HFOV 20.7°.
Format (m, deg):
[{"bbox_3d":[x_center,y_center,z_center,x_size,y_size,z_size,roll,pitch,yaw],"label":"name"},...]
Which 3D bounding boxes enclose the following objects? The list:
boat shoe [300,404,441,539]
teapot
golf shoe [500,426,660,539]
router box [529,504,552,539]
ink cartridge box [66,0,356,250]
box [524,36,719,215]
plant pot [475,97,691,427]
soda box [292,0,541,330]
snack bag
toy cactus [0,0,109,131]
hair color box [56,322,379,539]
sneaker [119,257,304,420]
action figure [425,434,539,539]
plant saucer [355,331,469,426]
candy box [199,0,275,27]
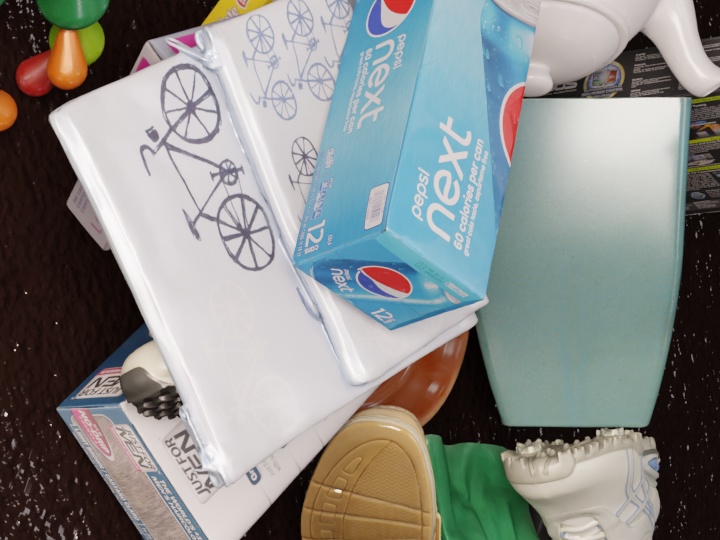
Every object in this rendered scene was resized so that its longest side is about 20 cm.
[{"bbox_3d":[0.009,0.143,1.092,0.069,0.074,0.200,-70,168,-51],"label":"boat shoe"},{"bbox_3d":[0.096,-0.174,1.185,0.197,0.200,0.146,32,55,-54],"label":"teapot"},{"bbox_3d":[0.144,0.147,1.200,0.200,0.078,0.097,20,63,-64],"label":"golf shoe"},{"bbox_3d":[0.110,0.256,1.262,0.149,0.051,0.200,54,45,-33],"label":"router box"},{"bbox_3d":[-0.048,-0.086,1.010,0.200,0.119,0.042,-21,64,-43],"label":"ink cartridge box"},{"bbox_3d":[0.234,-0.096,1.359,0.160,0.200,0.044,38,55,-45],"label":"box"},{"bbox_3d":[0.134,-0.006,1.233,0.141,0.141,0.200,-18,108,-81],"label":"plant pot"},{"bbox_3d":[0.031,-0.078,0.928,0.068,0.064,0.200,34,54,-32],"label":"soda box"},{"bbox_3d":[-0.037,-0.025,0.904,0.200,0.021,0.189,-30,99,-44],"label":"snack bag"},{"bbox_3d":[-0.153,-0.141,0.863,0.200,0.165,0.102,34,38,-53],"label":"toy cactus"},{"bbox_3d":[-0.053,0.046,1.019,0.200,0.060,0.100,-46,116,-36],"label":"hair color box"},{"bbox_3d":[-0.045,0.006,0.953,0.200,0.070,0.094,-18,84,-41],"label":"sneaker"},{"bbox_3d":[0.073,0.200,1.165,0.118,0.055,0.200,7,59,-35],"label":"action figure"},{"bbox_3d":[0.000,0.000,1.161,0.200,0.032,0.201,13,74,-53],"label":"plant saucer"},{"bbox_3d":[-0.028,-0.144,1.018,0.102,0.200,0.026,-12,59,-53],"label":"candy box"}]
